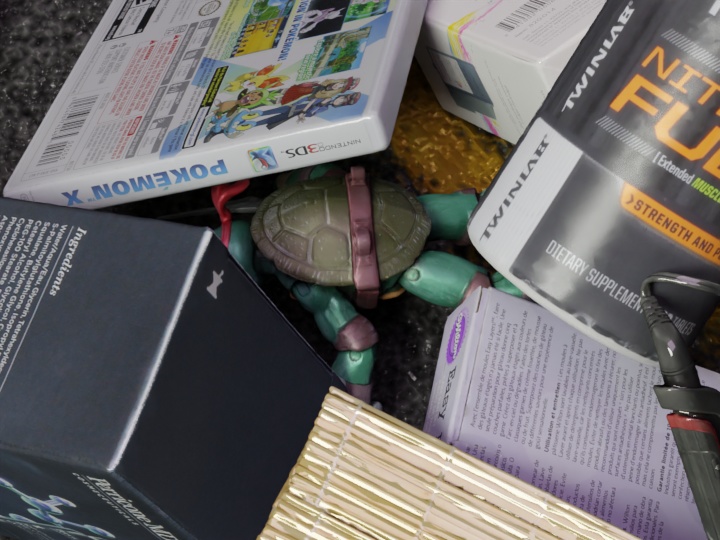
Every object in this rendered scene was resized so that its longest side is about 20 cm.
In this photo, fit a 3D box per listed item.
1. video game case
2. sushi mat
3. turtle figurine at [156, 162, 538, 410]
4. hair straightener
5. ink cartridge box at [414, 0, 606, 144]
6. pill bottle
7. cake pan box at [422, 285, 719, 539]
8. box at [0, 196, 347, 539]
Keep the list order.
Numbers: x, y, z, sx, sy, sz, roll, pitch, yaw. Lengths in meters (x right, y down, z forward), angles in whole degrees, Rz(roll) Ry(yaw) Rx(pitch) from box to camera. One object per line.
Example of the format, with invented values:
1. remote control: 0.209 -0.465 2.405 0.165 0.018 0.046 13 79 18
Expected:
1. video game case: -0.059 -0.100 0.852 0.180 0.022 0.201 -10 33 18
2. sushi mat: 0.053 0.127 0.674 0.199 0.012 0.096 25 71 15
3. turtle figurine: 0.000 0.000 0.832 0.198 0.101 0.151 -2 64 0
4. hair straightener: 0.159 0.087 0.696 0.077 0.041 0.202 -30 102 -29
5. ink cartridge box: 0.095 -0.122 0.860 0.117 0.068 0.200 -35 27 -9
6. pill bottle: 0.136 -0.071 0.714 0.106 0.106 0.201 36 102 21
7. cake pan box: 0.106 0.122 0.743 0.183 0.052 0.202 19 66 -16
8. box: -0.131 0.050 0.767 0.198 0.149 0.108 8 65 28
